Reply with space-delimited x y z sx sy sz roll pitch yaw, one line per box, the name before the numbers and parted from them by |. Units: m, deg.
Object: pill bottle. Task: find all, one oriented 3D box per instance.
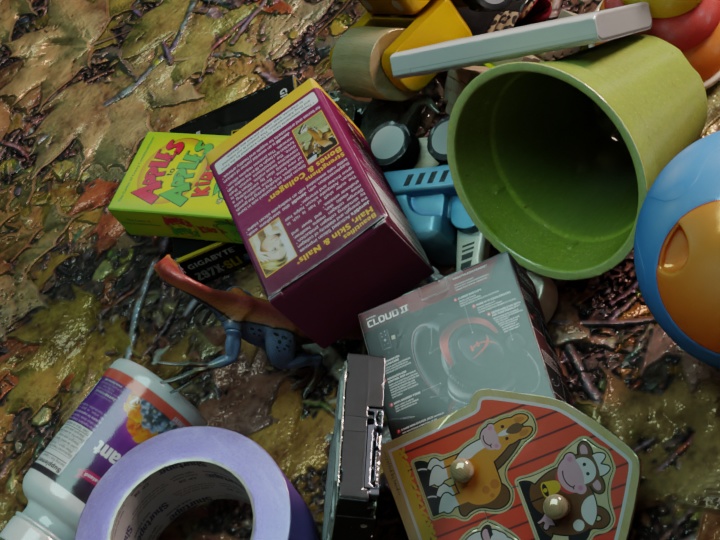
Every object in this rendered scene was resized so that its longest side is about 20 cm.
pill bottle | -0.243 0.191 1.685 0.111 0.111 0.200 22 69 42

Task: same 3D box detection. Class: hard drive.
hard drive | 0.144 -0.205 1.615 0.200 0.026 0.132 -7 9 31
hard drive | -0.008 0.181 1.492 0.038 0.200 0.140 6 53 -3

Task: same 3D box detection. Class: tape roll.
tape roll | -0.142 0.242 1.572 0.200 0.085 0.200 -9 56 13

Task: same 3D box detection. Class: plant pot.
plant pot | 0.210 -0.120 1.601 0.200 0.200 0.190 9 30 37

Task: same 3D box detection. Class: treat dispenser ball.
treat dispenser ball | 0.318 -0.016 1.440 0.201 0.201 0.201 -17 47 20

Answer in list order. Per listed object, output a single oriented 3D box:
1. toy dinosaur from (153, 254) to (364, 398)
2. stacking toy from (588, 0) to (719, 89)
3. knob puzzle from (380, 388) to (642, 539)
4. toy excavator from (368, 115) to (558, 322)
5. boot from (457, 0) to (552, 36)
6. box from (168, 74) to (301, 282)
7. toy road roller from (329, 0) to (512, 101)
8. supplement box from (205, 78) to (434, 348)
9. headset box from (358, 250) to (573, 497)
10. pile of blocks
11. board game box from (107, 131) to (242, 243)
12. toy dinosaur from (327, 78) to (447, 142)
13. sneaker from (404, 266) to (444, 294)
toy dinosaur | -0.101 0.033 1.676 0.200 0.182 0.105 -29 44 7
stacking toy | 0.279 -0.265 1.657 0.146 0.200 0.146 -4 60 7
knob puzzle | 0.129 0.186 1.447 0.219 0.030 0.220 -3 81 18
toy excavator | 0.097 -0.036 1.689 0.194 0.100 0.200 -4 67 29
boot | 0.134 -0.282 1.867 0.150 0.073 0.200 18 70 42
box | -0.120 -0.096 1.893 0.159 0.049 0.200 -23 46 17
toy road roller | 0.038 -0.274 1.755 0.200 0.146 0.123 -49 28 -15
supplement box | -0.038 -0.054 1.640 0.131 0.103 0.200 -34 49 10
headset box | 0.093 0.089 1.553 0.148 0.075 0.200 -24 60 13
pile of blocks | 0.158 -0.195 1.772 0.200 0.082 0.062 -24 37 -22
board game box | -0.150 -0.084 1.833 0.200 0.048 0.102 6 59 34
toy dinosaur | 0.036 -0.146 1.808 0.102 0.077 0.200 -48 30 -6
sneaker | 0.000 0.000 1.705 0.082 0.075 0.200 -33 42 -21
